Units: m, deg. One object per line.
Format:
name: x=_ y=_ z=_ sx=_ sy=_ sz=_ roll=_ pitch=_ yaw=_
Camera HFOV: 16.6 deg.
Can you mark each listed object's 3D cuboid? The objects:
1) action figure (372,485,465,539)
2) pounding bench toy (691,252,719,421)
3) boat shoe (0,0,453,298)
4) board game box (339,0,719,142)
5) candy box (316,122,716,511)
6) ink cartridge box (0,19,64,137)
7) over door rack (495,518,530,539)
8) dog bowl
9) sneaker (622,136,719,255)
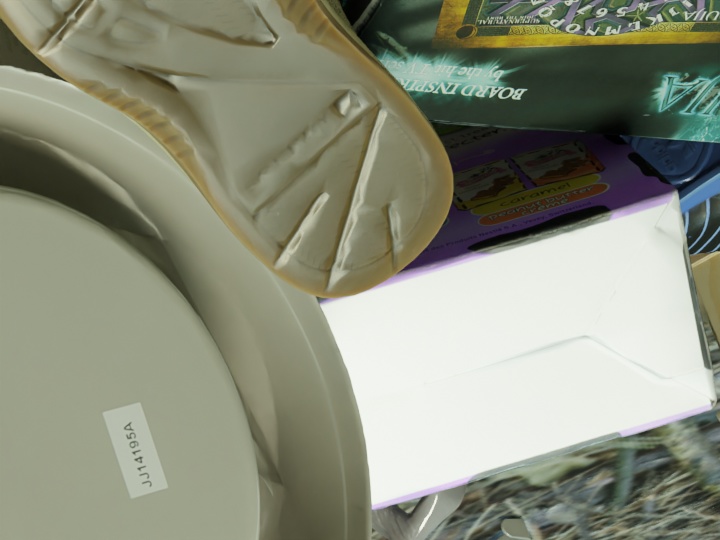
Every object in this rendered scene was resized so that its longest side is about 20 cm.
action figure: x=-0.088 y=0.073 z=0.937 sx=0.199 sy=0.105 sz=0.193 roll=10 pitch=170 yaw=-36
pounding bench toy: x=0.241 y=0.059 z=1.080 sx=0.124 sy=0.157 sz=0.200 roll=-29 pitch=152 yaw=21
boat shoe: x=-0.047 y=-0.075 z=0.577 sx=0.072 sy=0.065 sz=0.200 roll=-38 pitch=131 yaw=2
board game box: x=0.090 y=-0.088 z=0.677 sx=0.199 sy=0.028 sz=0.135 roll=2 pitch=142 yaw=-35
candy box: x=0.000 y=0.000 z=0.779 sx=0.167 sy=0.200 sz=0.072 roll=-16 pitch=111 yaw=-5
ink cartridge box: x=-0.113 y=-0.069 z=0.674 sx=0.059 sy=0.104 sz=0.199 roll=-35 pitch=149 yaw=30
over door rack: x=0.009 y=0.207 z=1.219 sx=0.199 sy=0.148 sz=0.067 roll=-1 pitch=146 yaw=-30
dog bowl: x=-0.095 y=0.053 z=0.594 sx=0.199 sy=0.201 sz=0.059 roll=2 pitch=162 yaw=-35
sneaker: x=0.115 y=-0.028 z=0.932 sx=0.199 sy=0.070 sz=0.078 roll=-23 pitch=146 yaw=6
